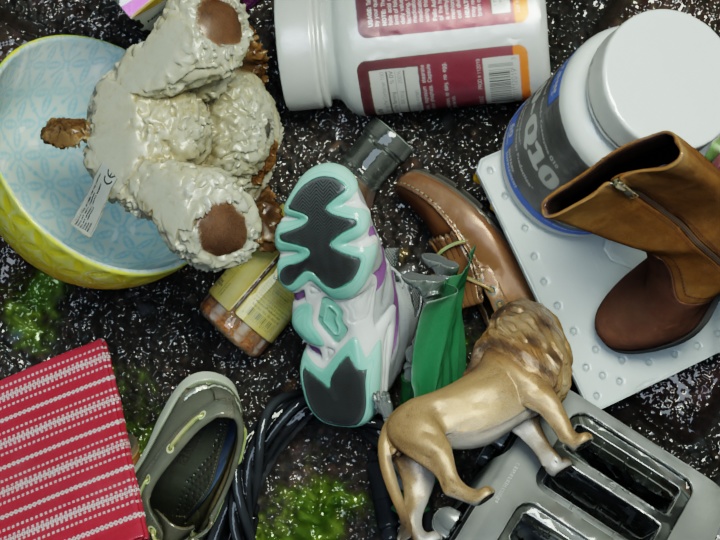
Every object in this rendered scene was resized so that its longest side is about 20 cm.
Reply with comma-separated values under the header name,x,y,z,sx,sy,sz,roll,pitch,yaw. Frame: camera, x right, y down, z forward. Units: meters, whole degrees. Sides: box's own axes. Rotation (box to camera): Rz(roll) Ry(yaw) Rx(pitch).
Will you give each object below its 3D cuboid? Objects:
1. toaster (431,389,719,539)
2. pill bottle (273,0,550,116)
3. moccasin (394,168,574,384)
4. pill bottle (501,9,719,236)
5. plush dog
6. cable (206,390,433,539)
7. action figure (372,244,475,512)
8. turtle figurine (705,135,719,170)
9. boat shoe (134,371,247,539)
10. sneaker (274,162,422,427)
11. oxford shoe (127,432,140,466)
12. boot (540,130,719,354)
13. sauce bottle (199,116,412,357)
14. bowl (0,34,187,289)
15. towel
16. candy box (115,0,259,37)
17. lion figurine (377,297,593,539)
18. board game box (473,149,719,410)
name,x,y,z,sx,sy,sz,roll,pitch,yaw
toaster,0.149,0.208,1.412,0.199,0.119,0.181,33,64,7
pill bottle,0.039,-0.176,1.478,0.198,0.114,0.115,-5,85,4
moccasin,0.089,0.012,1.486,0.077,0.074,0.202,-36,93,-7
pill bottle,0.176,-0.100,1.356,0.113,0.200,0.115,3,76,-13
plush dog,-0.120,-0.096,1.431,0.159,0.171,0.202,-4,87,32
cable,-0.025,0.184,1.488,0.162,0.051,0.202,21,87,6
action figure,0.045,0.091,1.430,0.054,0.118,0.202,14,113,20
turtle figurine,0.306,-0.051,1.402,0.199,0.144,0.195,-33,83,-37
boat shoe,-0.142,0.175,1.471,0.072,0.060,0.203,19,104,-22
sneaker,0.000,0.000,1.459,0.077,0.140,0.202,8,116,22
oxford shoe,-0.237,0.203,1.507,0.200,0.071,0.071,-42,114,-2
boot,0.188,-0.012,1.317,0.187,0.199,0.069,-25,63,35
sauce bottle,-0.037,-0.027,1.499,0.066,0.066,0.200,42,90,6
bowl,-0.214,-0.064,1.483,0.108,0.199,0.201,-36,82,44
towel,-0.236,0.153,1.471,0.143,0.023,0.201,-22,49,4
candy box,-0.117,-0.228,1.452,0.136,0.200,0.061,-40,83,1
lion figurine,0.076,0.099,1.348,0.199,0.073,0.123,-24,68,-28
board game box,0.207,-0.023,1.466,0.199,0.026,0.201,-23,84,-18
